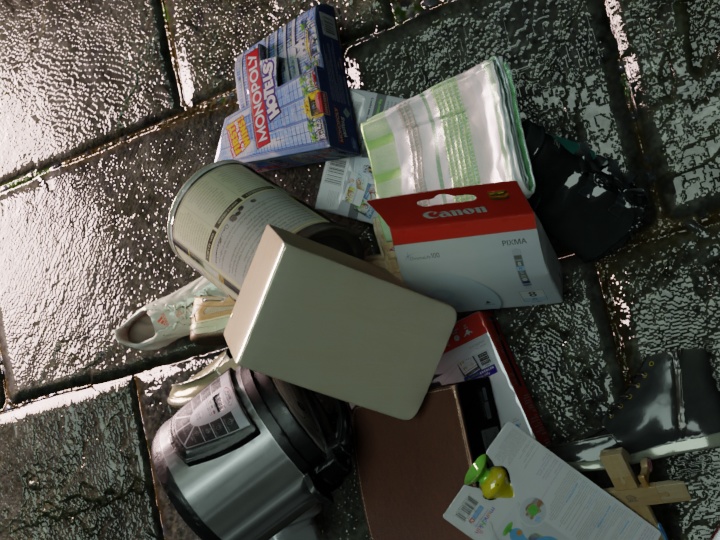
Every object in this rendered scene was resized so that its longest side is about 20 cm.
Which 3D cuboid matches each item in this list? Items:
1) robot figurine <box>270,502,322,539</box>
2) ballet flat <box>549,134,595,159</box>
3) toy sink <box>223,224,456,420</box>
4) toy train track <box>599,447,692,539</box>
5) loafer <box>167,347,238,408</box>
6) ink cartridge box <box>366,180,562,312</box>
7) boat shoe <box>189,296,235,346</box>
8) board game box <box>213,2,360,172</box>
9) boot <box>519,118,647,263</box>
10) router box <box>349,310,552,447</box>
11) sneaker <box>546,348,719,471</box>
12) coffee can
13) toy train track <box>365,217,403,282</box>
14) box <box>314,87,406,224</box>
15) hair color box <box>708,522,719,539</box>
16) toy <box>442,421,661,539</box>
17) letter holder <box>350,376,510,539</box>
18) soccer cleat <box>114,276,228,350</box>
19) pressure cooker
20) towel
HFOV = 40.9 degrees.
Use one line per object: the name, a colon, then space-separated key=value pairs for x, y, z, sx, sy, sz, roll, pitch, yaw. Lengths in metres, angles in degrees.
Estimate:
robot figurine: x=-0.118 y=0.255 z=1.194 sx=0.169 sy=0.113 sz=0.201 roll=-29 pitch=76 yaw=43
ballet flat: x=0.159 y=-0.128 z=1.076 sx=0.199 sy=0.067 sz=0.071 roll=16 pitch=119 yaw=-3
toy sink: x=-0.023 y=0.053 z=1.004 sx=0.199 sy=0.112 sz=0.131 roll=20 pitch=97 yaw=-19
toy train track: x=0.297 y=0.255 z=0.993 sx=0.114 sy=0.033 sz=0.201 roll=-16 pitch=113 yaw=32
loafer: x=-0.166 y=0.136 z=1.247 sx=0.199 sy=0.076 sz=0.069 roll=-16 pitch=71 yaw=28
ink cartridge box: x=0.113 y=-0.018 z=1.009 sx=0.159 sy=0.200 sz=0.048 roll=-6 pitch=63 yaw=23
boat shoe: x=-0.119 y=0.045 z=1.212 sx=0.199 sy=0.072 sz=0.077 roll=-6 pitch=71 yaw=6
board game box: x=-0.107 y=-0.206 z=1.211 sx=0.199 sy=0.062 sz=0.201 roll=-21 pitch=72 yaw=36
boot: x=0.196 y=-0.059 z=1.045 sx=0.162 sy=0.074 sz=0.198 roll=29 pitch=129 yaw=-14
router box: x=0.099 y=0.169 z=1.124 sx=0.199 sy=0.049 sz=0.180 roll=-29 pitch=76 yaw=23
sneaker: x=0.281 y=0.150 z=1.024 sx=0.199 sy=0.075 sz=0.107 roll=-15 pitch=77 yaw=12
coffee can: x=-0.114 y=-0.027 z=1.142 sx=0.200 sy=0.146 sz=0.147 roll=34 pitch=103 yaw=37
toy train track: x=0.000 y=0.000 z=1.164 sx=0.199 sy=0.033 sz=0.115 roll=-8 pitch=107 yaw=36
box: x=0.054 y=-0.125 z=1.161 sx=0.199 sy=0.041 sz=0.157 roll=16 pitch=95 yaw=27
hair color box: x=0.432 y=0.237 z=0.949 sx=0.111 sy=0.064 sz=0.201 roll=32 pitch=103 yaw=23
toy: x=0.189 y=0.252 z=0.973 sx=0.200 sy=0.047 sz=0.115 roll=37 pitch=85 yaw=-9
letter holder: x=0.081 y=0.230 z=1.050 sx=0.142 sy=0.100 sz=0.201 roll=-16 pitch=81 yaw=27
soccer cleat: x=-0.236 y=0.056 z=1.279 sx=0.199 sy=0.077 sz=0.070 roll=-29 pitch=76 yaw=23
pressure cooker: x=-0.104 y=0.187 z=1.055 sx=0.200 sy=0.179 sz=0.176 roll=-36 pitch=90 yaw=4
towel: x=0.084 y=-0.121 z=1.016 sx=0.199 sy=0.031 sz=0.150 roll=-17 pitch=79 yaw=42
